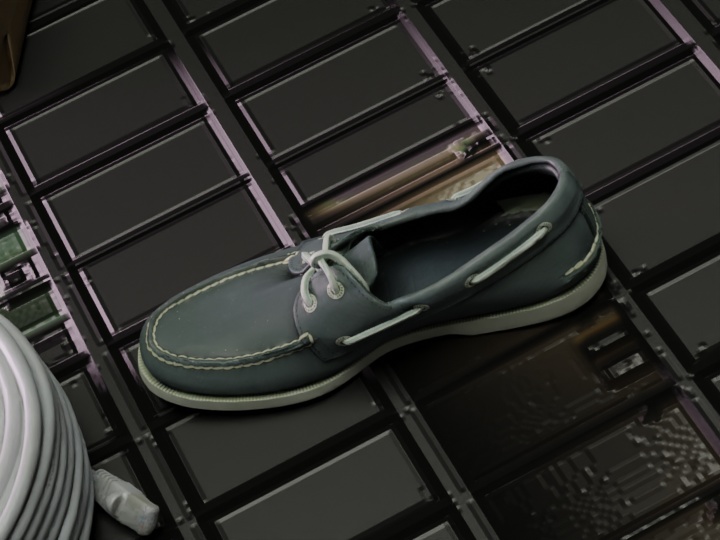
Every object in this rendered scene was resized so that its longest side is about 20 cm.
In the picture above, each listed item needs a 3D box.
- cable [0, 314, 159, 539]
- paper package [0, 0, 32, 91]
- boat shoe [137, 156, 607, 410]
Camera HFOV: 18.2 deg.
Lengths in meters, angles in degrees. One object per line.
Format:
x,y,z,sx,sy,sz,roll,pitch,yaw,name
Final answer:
-0.206,0.094,0.887,0.200,0.069,0.200,-38,54,-16,cable
-0.261,-0.177,1.092,0.198,0.104,0.192,-4,52,12,paper package
0.000,0.000,0.912,0.199,0.062,0.073,-14,51,3,boat shoe
